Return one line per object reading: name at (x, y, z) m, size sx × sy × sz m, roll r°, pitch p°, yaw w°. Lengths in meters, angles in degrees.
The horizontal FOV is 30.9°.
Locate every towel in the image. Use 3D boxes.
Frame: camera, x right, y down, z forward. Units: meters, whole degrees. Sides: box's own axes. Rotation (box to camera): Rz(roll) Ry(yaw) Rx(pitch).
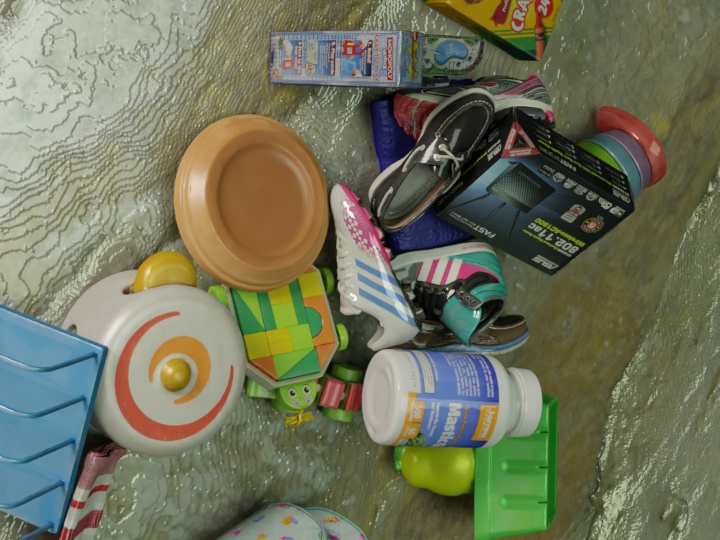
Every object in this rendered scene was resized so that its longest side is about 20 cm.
towel at (-0.298, 0.282, 1.382) m, size 0.023 × 0.144 × 0.202 m, roll 18°, pitch 89°, yaw 1°
towel at (0.083, -0.127, 1.603) m, size 0.146 × 0.049 × 0.202 m, roll -14°, pitch 106°, yaw -24°

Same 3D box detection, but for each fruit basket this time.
fruit basket at (0.150, 0.243, 1.679) m, size 0.155 × 0.213 × 0.218 m, roll -2°, pitch 104°, yaw -73°

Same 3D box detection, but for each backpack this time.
backpack at (-0.079, 0.362, 1.514) m, size 0.199 × 0.175 × 0.155 m, roll -27°, pitch 117°, yaw -30°

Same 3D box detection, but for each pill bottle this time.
pill bottle at (0.111, 0.154, 1.542) m, size 0.198 × 0.112 × 0.113 m, roll 5°, pitch 97°, yaw -22°

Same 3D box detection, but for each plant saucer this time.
plant saucer at (-0.113, -0.077, 1.461) m, size 0.198 × 0.037 × 0.203 m, roll 3°, pitch 84°, yaw -34°

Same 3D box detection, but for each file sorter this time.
file sorter at (-0.356, 0.154, 1.272) m, size 0.123 × 0.138 × 0.202 m, roll -17°, pitch 125°, yaw -73°

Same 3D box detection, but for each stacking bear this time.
stacking bear at (0.294, -0.110, 1.709) m, size 0.199 × 0.113 × 0.122 m, roll -35°, pitch 116°, yaw -18°

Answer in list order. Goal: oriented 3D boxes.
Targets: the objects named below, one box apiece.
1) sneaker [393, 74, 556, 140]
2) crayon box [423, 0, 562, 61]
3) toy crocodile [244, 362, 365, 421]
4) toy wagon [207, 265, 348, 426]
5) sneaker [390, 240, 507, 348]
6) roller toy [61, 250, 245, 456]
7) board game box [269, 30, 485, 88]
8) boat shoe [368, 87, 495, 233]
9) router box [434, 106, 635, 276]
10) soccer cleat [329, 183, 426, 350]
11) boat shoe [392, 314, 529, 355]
sneaker at (0.133, -0.196, 1.553) m, size 0.198 × 0.081 × 0.075 m, roll 2°, pitch 62°, yaw -18°
crayon box at (0.163, -0.357, 1.605) m, size 0.199 × 0.051 × 0.128 m, roll 22°, pitch 87°, yaw -33°
toy crocodile at (-0.048, 0.142, 1.558) m, size 0.198 × 0.062 × 0.068 m, roll 13°, pitch 92°, yaw -34°
toy wagon at (-0.086, 0.077, 1.497) m, size 0.154 × 0.040 × 0.202 m, roll -10°, pitch 80°, yaw -31°
sneaker at (0.095, 0.041, 1.580) m, size 0.198 × 0.121 × 0.084 m, roll -14°, pitch 142°, yaw -18°
roller toy at (-0.219, 0.097, 1.391) m, size 0.200 × 0.139 × 0.183 m, roll -50°, pitch 121°, yaw -15°
board game box at (0.031, -0.234, 1.453) m, size 0.198 × 0.199 × 0.062 m, roll -3°, pitch 100°, yaw -32°
boat shoe at (0.084, -0.124, 1.499) m, size 0.074 × 0.061 × 0.200 m, roll 34°, pitch 115°, yaw -30°
router box at (0.208, -0.090, 1.565) m, size 0.199 × 0.150 × 0.063 m, roll 26°, pitch 42°, yaw -28°
soccer cleat at (0.000, 0.000, 1.512) m, size 0.086 × 0.070 × 0.201 m, roll -29°, pitch 95°, yaw -3°
boat shoe at (0.132, 0.072, 1.655) m, size 0.198 × 0.072 × 0.073 m, roll -10°, pitch 103°, yaw -31°
